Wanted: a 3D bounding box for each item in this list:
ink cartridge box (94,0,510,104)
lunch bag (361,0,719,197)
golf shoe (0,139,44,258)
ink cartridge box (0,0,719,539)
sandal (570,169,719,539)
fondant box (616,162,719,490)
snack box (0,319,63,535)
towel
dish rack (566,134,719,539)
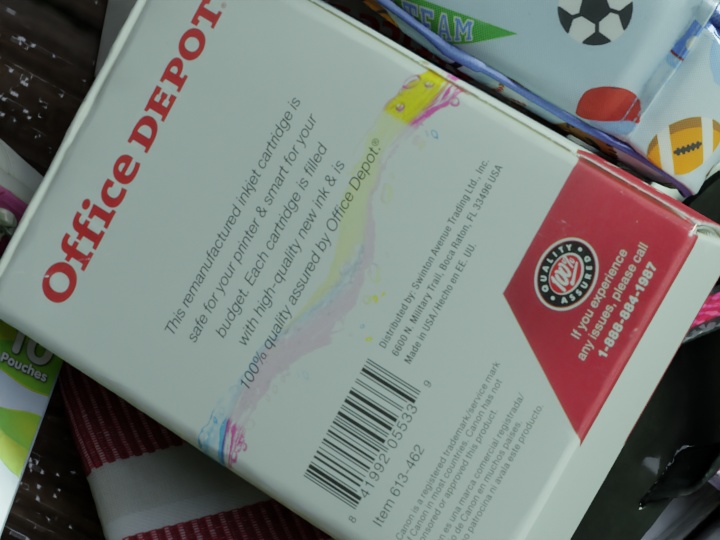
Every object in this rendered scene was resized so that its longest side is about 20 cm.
[{"bbox_3d":[-0.010,-0.152,0.956,0.143,0.084,0.202,16,69,-22],"label":"ink cartridge box"},{"bbox_3d":[0.053,-0.110,0.836,0.199,0.160,0.076,37,103,-2],"label":"lunch bag"},{"bbox_3d":[-0.173,-0.060,0.855,0.199,0.075,0.092,31,48,-26],"label":"golf shoe"},{"bbox_3d":[0.000,0.000,0.809,0.199,0.083,0.146,32,97,16],"label":"ink cartridge box"},{"bbox_3d":[0.114,0.047,0.881,0.075,0.045,0.201,36,90,-14],"label":"sandal"},{"bbox_3d":[0.174,-0.016,0.940,0.144,0.058,0.201,38,89,-14],"label":"fondant box"},{"bbox_3d":[-0.213,0.047,0.814,0.199,0.053,0.143,26,65,-19],"label":"snack box"},{"bbox_3d":[-0.020,0.081,0.855,0.143,0.023,0.201,-13,56,-16],"label":"towel"},{"bbox_3d":[0.076,0.057,0.970,0.200,0.043,0.172,-37,96,-30],"label":"dish rack"}]
